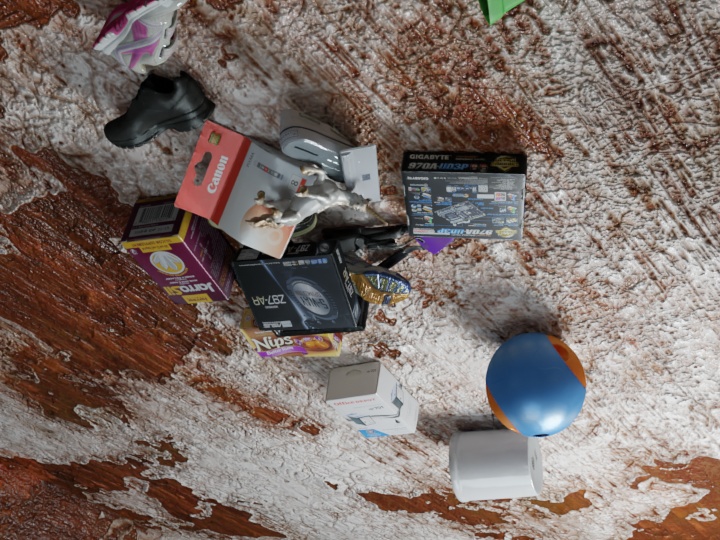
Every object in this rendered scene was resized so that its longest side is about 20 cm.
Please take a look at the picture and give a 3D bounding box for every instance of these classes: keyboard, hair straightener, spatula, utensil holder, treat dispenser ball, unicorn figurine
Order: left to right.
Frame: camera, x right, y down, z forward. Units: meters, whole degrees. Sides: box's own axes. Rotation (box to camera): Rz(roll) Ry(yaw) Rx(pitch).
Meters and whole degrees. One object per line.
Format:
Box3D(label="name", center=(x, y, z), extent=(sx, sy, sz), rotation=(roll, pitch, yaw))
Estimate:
Box3D(label="unicorn figurine", center=(-0.074, -0.109, 1.241), extent=(0.196, 0.076, 0.137), rotation=(-9, 165, 26))
Box3D(label="keyboard", center=(0.001, -0.148, 1.253), extent=(0.055, 0.011, 0.201), rotation=(-16, 161, -2))
Box3D(label="hair straightener", center=(0.016, -0.044, 1.390), extent=(0.195, 0.078, 0.041), rotation=(0, 132, 17))
Box3D(label="spatula", center=(0.090, -0.034, 1.433), extent=(0.056, 0.021, 0.199), rotation=(36, 139, -22))
Box3D(label="utensil holder", center=(0.334, 0.475, 1.938), extent=(0.196, 0.173, 0.171), rotation=(-9, 140, 24))
Box3D(label="treat dispenser ball", center=(0.345, 0.225, 1.562), extent=(0.196, 0.204, 0.203), rotation=(7, 145, 5))

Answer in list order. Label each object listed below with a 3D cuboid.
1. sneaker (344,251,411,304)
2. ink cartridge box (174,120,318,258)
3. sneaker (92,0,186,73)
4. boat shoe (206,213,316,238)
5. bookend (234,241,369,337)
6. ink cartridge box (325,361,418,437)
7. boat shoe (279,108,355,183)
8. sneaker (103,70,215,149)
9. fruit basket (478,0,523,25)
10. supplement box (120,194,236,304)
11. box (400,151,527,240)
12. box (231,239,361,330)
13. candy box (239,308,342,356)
Box3D(label="sneaker", center=(0.000, 0.000, 1.456), extent=(0.195, 0.089, 0.076), rotation=(14, 128, -11))
Box3D(label="ink cartridge box", center=(-0.188, -0.131, 1.292), extent=(0.196, 0.050, 0.164), rotation=(21, 111, -18))
Box3D(label="sneaker", center=(-0.281, -0.337, 1.079), extent=(0.088, 0.083, 0.198), rotation=(35, 147, -32))
Box3D(label="boat shoe", center=(-0.175, -0.104, 1.367), extent=(0.196, 0.073, 0.067), rotation=(6, 144, 7))
Box3D(label="bookend", center=(-0.105, 0.031, 1.514), extent=(0.195, 0.094, 0.200), rotation=(-5, 141, 20))
Box3D(label="ink cartridge box", center=(0.029, 0.309, 1.867), extent=(0.144, 0.087, 0.200), rotation=(-12, 140, 29))
Box3D(label="boat shoe", center=(-0.047, -0.195, 1.215), extent=(0.072, 0.068, 0.199), rotation=(-21, 156, 29))
Box3D(label="sneaker", center=(-0.321, -0.253, 1.217), extent=(0.196, 0.077, 0.092), rotation=(-14, 129, 21))
Box3D(label="fruit basket", center=(0.103, -0.386, 0.857), extent=(0.210, 0.158, 0.218), rotation=(-7, 141, -5))
Box3D(label="supplement box", center=(-0.332, -0.037, 1.475), extent=(0.128, 0.105, 0.201), rotation=(-6, 142, 20))
Box3D(label="box", center=(0.168, -0.118, 1.275), extent=(0.195, 0.047, 0.160), rotation=(2, 144, 12))
Box3D(label="box", center=(-0.112, 0.030, 1.402), extent=(0.195, 0.044, 0.163), rotation=(-3, 126, 20))
Box3D(label="candy box", center=(-0.148, 0.133, 1.698), extent=(0.195, 0.057, 0.118), rotation=(-3, 142, 17))
